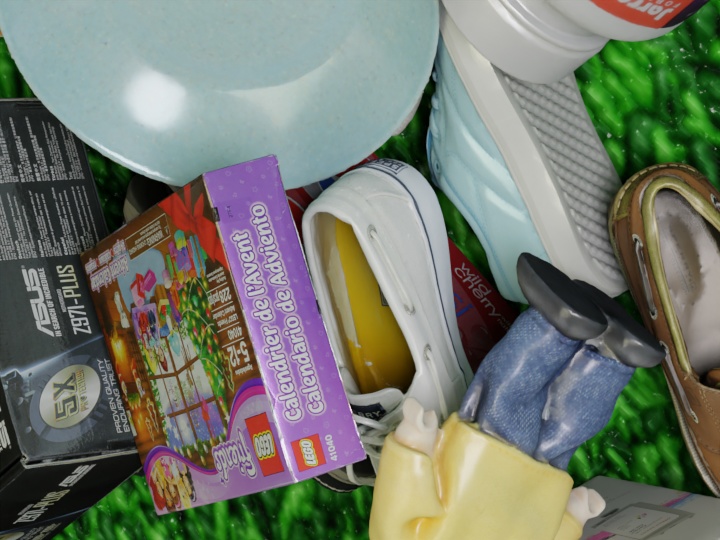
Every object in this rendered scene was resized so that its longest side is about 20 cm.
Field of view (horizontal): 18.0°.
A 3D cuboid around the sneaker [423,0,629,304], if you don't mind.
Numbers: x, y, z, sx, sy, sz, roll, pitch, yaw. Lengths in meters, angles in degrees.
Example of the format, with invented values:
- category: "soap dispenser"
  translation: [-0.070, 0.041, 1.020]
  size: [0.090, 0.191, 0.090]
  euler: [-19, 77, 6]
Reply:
- category: "sneaker"
  translation: [0.053, -0.072, 1.032]
  size: [0.081, 0.074, 0.202]
  euler: [-16, 99, 37]

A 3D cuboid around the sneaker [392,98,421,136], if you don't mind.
- category: "sneaker"
  translation: [-0.024, -0.152, 1.047]
  size: [0.077, 0.085, 0.202]
  euler: [2, 110, 38]

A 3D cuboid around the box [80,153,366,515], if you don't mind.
- category: "box"
  translation: [-0.069, 0.036, 1.048]
  size: [0.200, 0.039, 0.138]
  euler: [-25, 82, 66]

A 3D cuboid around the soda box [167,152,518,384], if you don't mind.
- category: "soda box"
  translation: [0.000, 0.000, 1.111]
  size: [0.200, 0.063, 0.070]
  euler: [49, 129, 8]

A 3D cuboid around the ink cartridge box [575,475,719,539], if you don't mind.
- category: "ink cartridge box"
  translation: [0.148, 0.165, 1.013]
  size: [0.200, 0.067, 0.117]
  euler: [3, 116, 69]

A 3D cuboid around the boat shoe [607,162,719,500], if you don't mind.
- category: "boat shoe"
  translation: [0.166, 0.048, 0.986]
  size: [0.072, 0.068, 0.201]
  euler: [-32, 90, 1]

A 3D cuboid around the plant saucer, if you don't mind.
- category: "plant saucer"
  translation: [-0.062, -0.126, 1.003]
  size: [0.199, 0.039, 0.202]
  euler: [4, 127, 6]

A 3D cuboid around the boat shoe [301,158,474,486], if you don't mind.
- category: "boat shoe"
  translation: [0.013, 0.057, 1.029]
  size: [0.074, 0.086, 0.204]
  euler: [0, 109, 36]

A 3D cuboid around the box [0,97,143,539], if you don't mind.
- category: "box"
  translation: [-0.197, 0.034, 1.206]
  size: [0.164, 0.086, 0.202]
  euler: [-37, 64, 49]

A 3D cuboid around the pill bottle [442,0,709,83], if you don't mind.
- category: "pill bottle"
  translation: [0.120, -0.163, 0.914]
  size: [0.112, 0.111, 0.200]
  euler: [54, 132, 4]

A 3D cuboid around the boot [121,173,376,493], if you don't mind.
- category: "boot"
  translation: [-0.074, 0.064, 1.190]
  size: [0.204, 0.073, 0.154]
  euler: [50, 133, 20]

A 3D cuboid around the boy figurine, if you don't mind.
- category: "boy figurine"
  translation: [0.053, 0.097, 0.987]
  size: [0.201, 0.124, 0.064]
  euler: [-58, 38, 14]

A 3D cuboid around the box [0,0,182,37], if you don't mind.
- category: "box"
  translation: [-0.148, -0.187, 1.118]
  size: [0.199, 0.097, 0.126]
  euler: [2, 112, 36]
